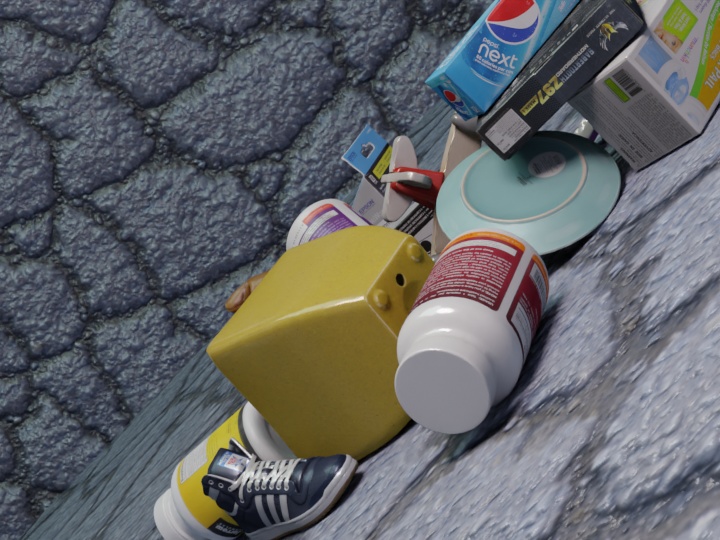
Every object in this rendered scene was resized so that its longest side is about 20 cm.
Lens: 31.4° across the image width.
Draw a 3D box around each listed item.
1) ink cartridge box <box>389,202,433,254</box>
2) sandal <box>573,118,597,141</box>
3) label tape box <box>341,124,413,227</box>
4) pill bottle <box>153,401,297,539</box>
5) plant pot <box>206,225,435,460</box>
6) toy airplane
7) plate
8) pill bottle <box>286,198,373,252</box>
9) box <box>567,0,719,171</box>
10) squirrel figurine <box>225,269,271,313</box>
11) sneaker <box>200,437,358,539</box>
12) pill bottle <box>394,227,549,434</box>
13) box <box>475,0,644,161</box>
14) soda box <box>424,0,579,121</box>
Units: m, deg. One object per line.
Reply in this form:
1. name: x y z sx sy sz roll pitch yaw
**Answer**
1. ink cartridge box: 0.111 -0.062 1.723 0.200 0.094 0.044 -44 8 11
2. sandal: 0.313 -0.201 1.558 0.203 0.050 0.082 -57 -9 13
3. label tape box: 0.044 -0.103 1.887 0.066 0.200 0.143 -42 9 28
4. pill bottle: -0.148 0.242 1.485 0.200 0.112 0.112 -42 9 26
5. plant pot: 0.001 0.067 1.347 0.199 0.196 0.195 -29 18 43
6. toy airplane: 0.121 -0.089 1.480 0.140 0.201 0.199 8 40 44
7. plate: 0.174 -0.090 1.356 0.198 0.026 0.201 -12 42 11
8. pill bottle: 0.000 0.000 1.643 0.111 0.111 0.200 -46 48 -4
9. box: 0.323 -0.221 1.345 0.200 0.112 0.101 -53 11 -32
10. squirrel figurine: -0.119 0.055 2.200 0.200 0.141 0.187 -48 14 1
11. sneaker: -0.092 0.216 1.338 0.200 0.108 0.070 -37 12 46
12. pill bottle: 0.098 0.053 1.149 0.113 0.113 0.200 -40 9 34
13. box: 0.208 -0.220 1.357 0.200 0.051 0.158 -44 11 20
14. soda box: 0.161 -0.256 1.365 0.200 0.064 0.068 -50 9 -11
